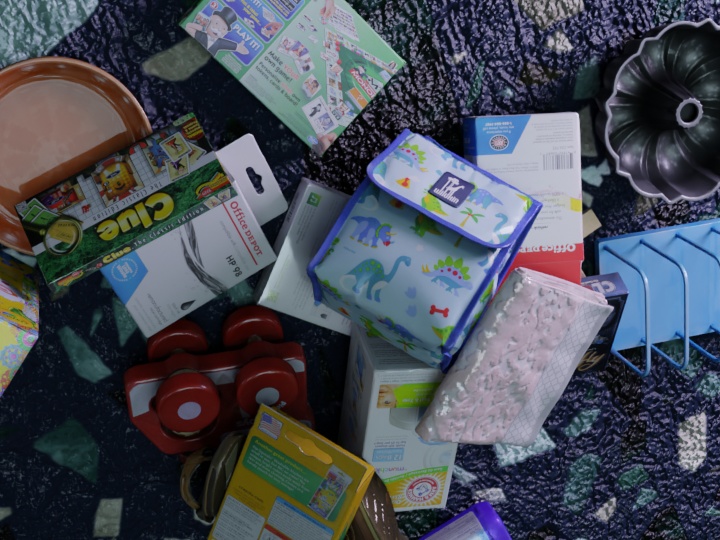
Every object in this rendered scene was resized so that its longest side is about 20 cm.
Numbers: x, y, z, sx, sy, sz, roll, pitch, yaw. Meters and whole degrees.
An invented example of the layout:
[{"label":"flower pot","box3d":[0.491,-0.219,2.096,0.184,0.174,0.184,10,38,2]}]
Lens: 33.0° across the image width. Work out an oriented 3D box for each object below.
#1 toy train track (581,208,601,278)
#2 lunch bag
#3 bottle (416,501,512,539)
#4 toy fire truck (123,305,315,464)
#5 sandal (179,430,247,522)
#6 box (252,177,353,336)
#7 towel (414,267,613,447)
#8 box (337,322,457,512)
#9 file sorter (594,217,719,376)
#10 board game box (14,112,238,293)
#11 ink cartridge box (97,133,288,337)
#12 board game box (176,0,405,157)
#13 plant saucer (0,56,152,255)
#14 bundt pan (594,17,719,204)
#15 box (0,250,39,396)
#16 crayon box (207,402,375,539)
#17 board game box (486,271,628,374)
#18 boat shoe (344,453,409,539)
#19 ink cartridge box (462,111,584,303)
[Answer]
[{"label":"toy train track","box3d":[0.180,-0.005,1.370,0.199,0.033,0.115,-34,100,-3]},{"label":"lunch bag","box3d":[0.067,-0.027,1.229,0.169,0.128,0.201,30,74,11]},{"label":"bottle","box3d":[0.088,0.358,1.449,0.199,0.065,0.084,-30,114,-4]},{"label":"toy fire truck","box3d":[-0.148,0.143,1.303,0.199,0.112,0.169,-10,128,-11]},{"label":"sandal","box3d":[-0.162,0.216,1.287,0.054,0.200,0.082,27,68,-1]},{"label":"box","box3d":[0.000,0.000,1.328,0.199,0.036,0.145,21,101,-19]},{"label":"towel","box3d":[0.165,0.098,1.265,0.190,0.032,0.201,14,110,-48]},{"label":"box","box3d":[0.044,0.158,1.330,0.112,0.102,0.201,-1,122,-15]},{"label":"file sorter","box3d":[0.387,0.031,1.394,0.199,0.123,0.140,-10,110,-12]},{"label":"board game box","box3d":[-0.228,-0.068,1.179,0.199,0.105,0.023,-29,154,-5]},{"label":"ink cartridge box","box3d":[-0.165,-0.037,1.234,0.199,0.067,0.116,-32,131,-6]},{"label":"board game box","box3d":[-0.068,-0.232,1.237,0.200,0.029,0.135,42,92,-22]},{"label":"plant saucer","box3d":[-0.305,-0.113,1.210,0.199,0.032,0.202,-4,108,-14]},{"label":"bundt pan","box3d":[0.344,-0.179,1.339,0.200,0.076,0.203,-5,108,-14]},{"label":"box","box3d":[-0.419,0.030,1.139,0.199,0.193,0.122,32,97,-21]},{"label":"crayon box","box3d":[-0.068,0.229,1.232,0.125,0.052,0.201,30,121,12]},{"label":"board game box","box3d":[0.193,0.073,1.371,0.199,0.035,0.136,-9,137,-12]},{"label":"boat shoe","box3d":[0.006,0.284,1.296,0.067,0.072,0.201,-15,119,16]},{"label":"ink cartridge box","box3d":[0.175,-0.067,1.310,0.115,0.067,0.201,-3,97,-7]}]
